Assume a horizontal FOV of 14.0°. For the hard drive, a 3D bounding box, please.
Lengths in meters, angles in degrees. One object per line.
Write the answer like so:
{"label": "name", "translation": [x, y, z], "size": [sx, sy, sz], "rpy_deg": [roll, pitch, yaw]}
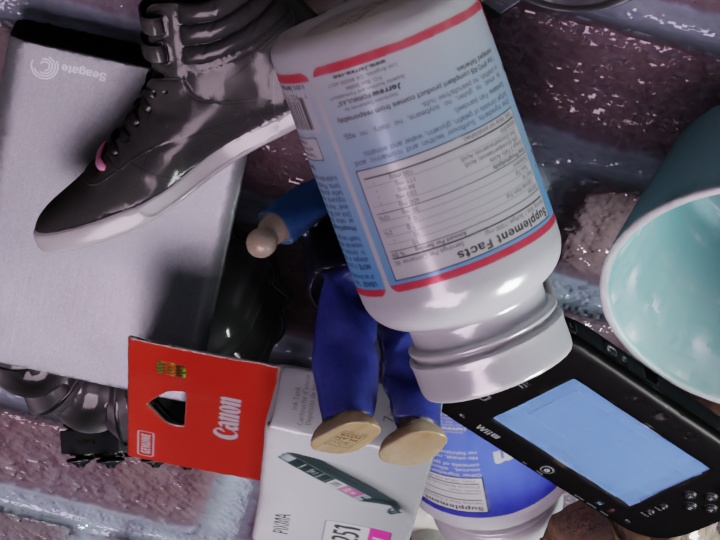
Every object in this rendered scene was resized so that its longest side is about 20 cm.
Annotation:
{"label": "hard drive", "translation": [-0.140, -0.032, 1.629], "size": [0.139, 0.033, 0.200], "rpy_deg": [12, 117, -3]}

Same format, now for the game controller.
{"label": "game controller", "translation": [0.133, 0.088, 1.612], "size": [0.200, 0.042, 0.104], "rpy_deg": [34, 128, -29]}

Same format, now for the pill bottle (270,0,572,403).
{"label": "pill bottle", "translation": [0.037, -0.040, 1.482], "size": [0.109, 0.109, 0.200], "rpy_deg": [-13, 104, 29]}

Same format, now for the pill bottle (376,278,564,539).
{"label": "pill bottle", "translation": [0.071, 0.082, 1.726], "size": [0.112, 0.112, 0.200], "rpy_deg": [2, 143, 13]}

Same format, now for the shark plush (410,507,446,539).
{"label": "shark plush", "translation": [0.005, 0.140, 1.863], "size": [0.200, 0.091, 0.083], "rpy_deg": [10, 174, -7]}

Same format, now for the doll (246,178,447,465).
{"label": "doll", "translation": [0.000, 0.000, 1.564], "size": [0.136, 0.200, 0.048], "rpy_deg": [11, 149, -24]}

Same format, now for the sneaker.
{"label": "sneaker", "translation": [-0.106, -0.093, 1.540], "size": [0.200, 0.071, 0.099], "rpy_deg": [-32, 112, 11]}

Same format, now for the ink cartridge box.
{"label": "ink cartridge box", "translation": [-0.050, 0.105, 1.658], "size": [0.173, 0.044, 0.200], "rpy_deg": [10, 157, 0]}

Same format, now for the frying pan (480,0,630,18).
{"label": "frying pan", "translation": [0.073, -0.159, 1.479], "size": [0.190, 0.031, 0.115], "rpy_deg": [-16, 134, 28]}

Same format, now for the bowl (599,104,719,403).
{"label": "bowl", "translation": [0.231, -0.020, 1.552], "size": [0.200, 0.105, 0.201], "rpy_deg": [7, 143, 6]}

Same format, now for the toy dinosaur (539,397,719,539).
{"label": "toy dinosaur", "translation": [0.158, 0.150, 1.736], "size": [0.200, 0.136, 0.086], "rpy_deg": [-23, 150, -3]}

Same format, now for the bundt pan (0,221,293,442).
{"label": "bundt pan", "translation": [-0.146, 0.033, 1.751], "size": [0.201, 0.076, 0.202], "rpy_deg": [8, 143, 6]}

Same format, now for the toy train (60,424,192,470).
{"label": "toy train", "translation": [-0.106, 0.107, 1.840], "size": [0.200, 0.034, 0.046], "rpy_deg": [-3, 180, 39]}
